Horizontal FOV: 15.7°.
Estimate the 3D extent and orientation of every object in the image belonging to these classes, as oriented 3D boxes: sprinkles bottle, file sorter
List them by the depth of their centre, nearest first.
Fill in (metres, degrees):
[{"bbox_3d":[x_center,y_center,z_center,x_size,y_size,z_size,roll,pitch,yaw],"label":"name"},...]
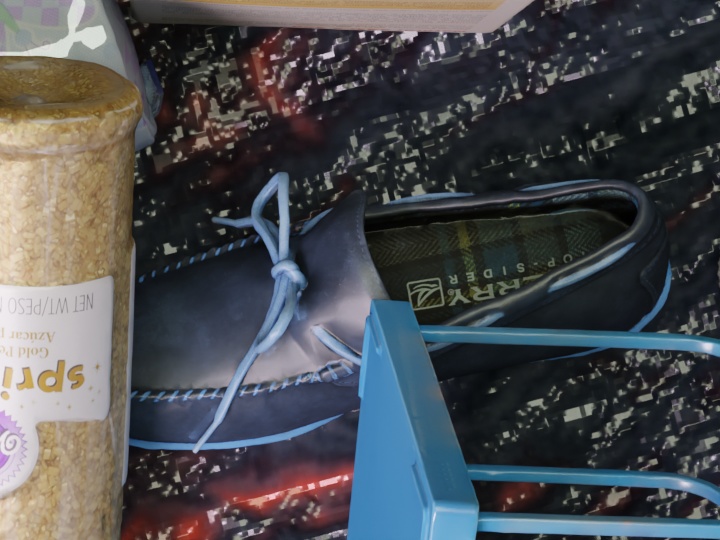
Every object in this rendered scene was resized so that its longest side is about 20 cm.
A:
[{"bbox_3d":[0.059,0.130,0.776,0.122,0.139,0.201,3,111,-8],"label":"file sorter"},{"bbox_3d":[-0.103,0.039,0.793,0.068,0.068,0.201,3,110,-4],"label":"sprinkles bottle"}]

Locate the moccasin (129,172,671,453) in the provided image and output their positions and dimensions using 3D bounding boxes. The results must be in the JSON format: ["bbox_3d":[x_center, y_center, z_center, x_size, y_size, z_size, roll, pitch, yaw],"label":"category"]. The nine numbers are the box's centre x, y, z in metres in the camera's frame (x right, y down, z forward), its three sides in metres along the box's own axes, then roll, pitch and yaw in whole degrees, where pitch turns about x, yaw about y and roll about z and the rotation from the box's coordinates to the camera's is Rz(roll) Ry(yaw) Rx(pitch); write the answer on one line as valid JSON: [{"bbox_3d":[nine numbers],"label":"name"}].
[{"bbox_3d":[0.000,0.000,0.839,0.199,0.068,0.081,-16,63,-6],"label":"moccasin"}]

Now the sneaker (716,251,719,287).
[{"bbox_3d":[0.199,0.053,0.840,0.200,0.100,0.070,41,87,0],"label":"sneaker"}]

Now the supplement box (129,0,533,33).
[{"bbox_3d":[-0.008,-0.117,0.788,0.125,0.200,0.074,2,90,-5],"label":"supplement box"}]

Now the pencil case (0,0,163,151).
[{"bbox_3d":[-0.165,-0.047,0.831,0.199,0.083,0.091,-24,53,-5],"label":"pencil case"}]
